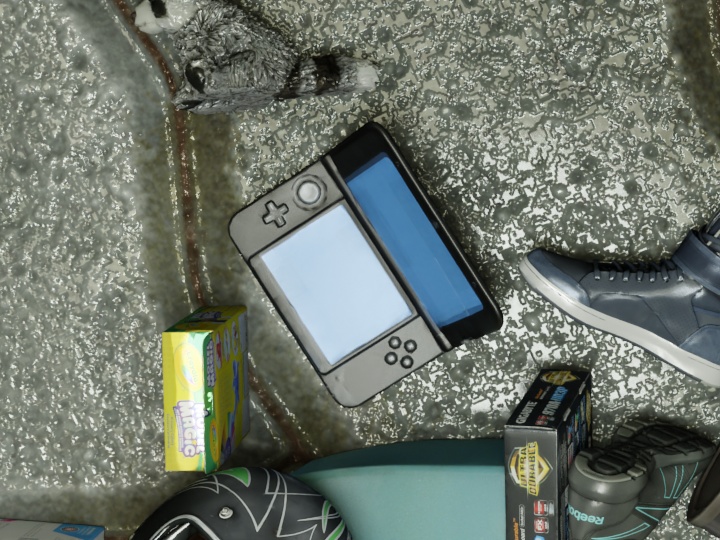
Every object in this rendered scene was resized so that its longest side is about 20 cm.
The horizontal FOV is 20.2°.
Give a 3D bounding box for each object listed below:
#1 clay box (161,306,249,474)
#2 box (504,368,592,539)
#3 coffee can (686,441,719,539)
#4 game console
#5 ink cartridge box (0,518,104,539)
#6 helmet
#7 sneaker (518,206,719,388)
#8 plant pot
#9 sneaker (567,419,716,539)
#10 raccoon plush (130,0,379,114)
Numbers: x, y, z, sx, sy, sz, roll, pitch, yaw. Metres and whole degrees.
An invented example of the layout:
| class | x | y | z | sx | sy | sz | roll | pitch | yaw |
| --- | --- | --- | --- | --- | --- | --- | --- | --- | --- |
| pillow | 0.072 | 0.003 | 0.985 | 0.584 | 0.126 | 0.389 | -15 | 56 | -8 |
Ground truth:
| class | x | y | z | sx | sy | sz | roll | pitch | yaw |
| --- | --- | --- | --- | --- | --- | --- | --- | --- | --- |
| clay box | -0.129 | 0.097 | 1.670 | 0.048 | 0.200 | 0.115 | -1 | 95 | 7 |
| box | 0.156 | 0.198 | 1.654 | 0.046 | 0.159 | 0.200 | 2 | 105 | 16 |
| coffee can | 0.390 | 0.196 | 1.649 | 0.200 | 0.146 | 0.146 | 32 | 98 | 2 |
| game console | 0.000 | 0.000 | 1.689 | 0.176 | 0.116 | 0.200 | -32 | 91 | 8 |
| ink cartridge box | -0.334 | 0.259 | 1.752 | 0.200 | 0.115 | 0.068 | 4 | 96 | 7 |
| helmet | -0.091 | 0.247 | 1.583 | 0.191 | 0.200 | 0.200 | -34 | 91 | 13 |
| sneaker | 0.246 | -0.009 | 1.673 | 0.202 | 0.077 | 0.146 | 25 | 109 | -6 |
| plant pot | 0.041 | 0.216 | 1.700 | 0.200 | 0.141 | 0.141 | 2 | 96 | 17 |
| sneaker | 0.223 | 0.175 | 1.654 | 0.075 | 0.200 | 0.079 | 21 | 110 | 34 |
| raccoon plush | -0.093 | -0.208 | 1.715 | 0.200 | 0.097 | 0.134 | -3 | 81 | -22 |
